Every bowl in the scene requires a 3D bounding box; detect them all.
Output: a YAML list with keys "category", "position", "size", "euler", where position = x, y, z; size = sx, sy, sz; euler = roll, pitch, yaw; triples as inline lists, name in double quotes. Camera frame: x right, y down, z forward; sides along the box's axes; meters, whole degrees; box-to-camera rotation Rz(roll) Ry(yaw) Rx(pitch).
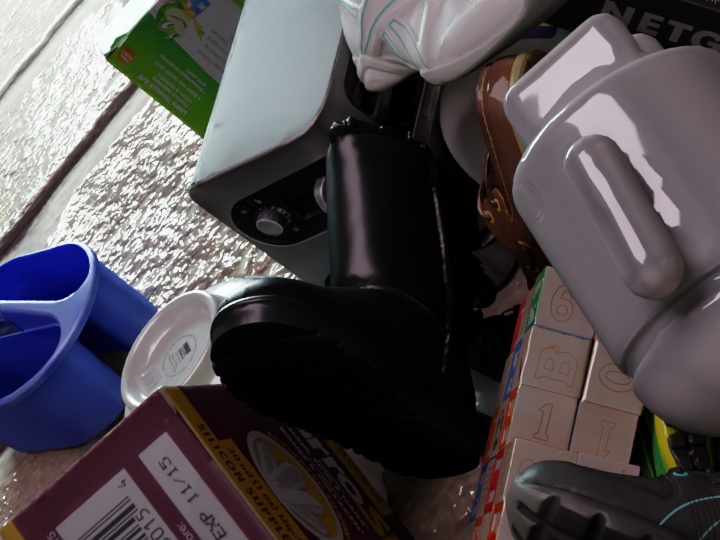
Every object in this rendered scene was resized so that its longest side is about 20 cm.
- category: "bowl"
  position: [-0.090, 0.073, 1.096]
  size: [0.200, 0.094, 0.201]
  euler: [-32, 37, 28]

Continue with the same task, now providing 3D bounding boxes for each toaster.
- category: "toaster"
  position: [0.010, -0.088, 1.049]
  size: [0.118, 0.181, 0.201]
  euler: [-18, 47, 40]

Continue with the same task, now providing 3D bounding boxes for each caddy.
- category: "caddy"
  position: [-0.249, 0.055, 1.297]
  size: [0.199, 0.105, 0.142]
  euler: [-13, 48, 45]

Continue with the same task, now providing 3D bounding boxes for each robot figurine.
- category: "robot figurine"
  position: [0.141, -0.013, 0.730]
  size: [0.113, 0.169, 0.201]
  euler: [-42, 64, 25]

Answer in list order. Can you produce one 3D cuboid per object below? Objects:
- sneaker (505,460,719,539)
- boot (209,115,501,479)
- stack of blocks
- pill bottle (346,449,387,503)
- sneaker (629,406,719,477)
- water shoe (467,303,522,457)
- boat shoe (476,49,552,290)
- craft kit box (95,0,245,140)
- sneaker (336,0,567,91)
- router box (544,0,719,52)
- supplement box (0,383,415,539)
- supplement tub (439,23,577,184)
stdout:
- category: "sneaker"
  position: [0.158, 0.115, 0.704]
  size: [0.076, 0.199, 0.080]
  euler: [99, -167, -52]
- category: "boot"
  position: [0.000, 0.000, 0.846]
  size: [0.073, 0.198, 0.163]
  euler: [-18, 56, 31]
- category: "stack of blocks"
  position: [0.087, 0.105, 0.792]
  size: [0.115, 0.058, 0.201]
  euler: [107, 178, -76]
- category: "pill bottle"
  position: [-0.058, 0.140, 0.973]
  size: [0.200, 0.112, 0.112]
  euler: [-52, 32, 1]
- category: "sneaker"
  position: [0.154, 0.126, 0.779]
  size: [0.085, 0.078, 0.201]
  euler: [111, 170, -64]
- category: "water shoe"
  position: [0.073, 0.054, 0.952]
  size: [0.079, 0.072, 0.200]
  euler: [-37, 35, -14]
- category: "boat shoe"
  position: [0.090, -0.036, 0.872]
  size: [0.067, 0.200, 0.072]
  euler: [2, 61, 25]
- category: "craft kit box"
  position: [-0.040, -0.161, 1.162]
  size: [0.198, 0.200, 0.049]
  euler: [-47, 33, 6]
- category: "sneaker"
  position: [0.033, -0.140, 0.866]
  size: [0.070, 0.081, 0.200]
  euler: [-36, 16, -20]
- category: "router box"
  position: [0.198, -0.177, 0.893]
  size: [0.052, 0.199, 0.158]
  euler: [108, 180, -61]
- category: "supplement box"
  position: [-0.058, 0.133, 0.811]
  size: [0.103, 0.131, 0.200]
  euler: [-41, -10, 8]
- category: "supplement tub"
  position: [0.134, -0.146, 0.979]
  size: [0.145, 0.145, 0.201]
  euler: [-15, 47, 43]
